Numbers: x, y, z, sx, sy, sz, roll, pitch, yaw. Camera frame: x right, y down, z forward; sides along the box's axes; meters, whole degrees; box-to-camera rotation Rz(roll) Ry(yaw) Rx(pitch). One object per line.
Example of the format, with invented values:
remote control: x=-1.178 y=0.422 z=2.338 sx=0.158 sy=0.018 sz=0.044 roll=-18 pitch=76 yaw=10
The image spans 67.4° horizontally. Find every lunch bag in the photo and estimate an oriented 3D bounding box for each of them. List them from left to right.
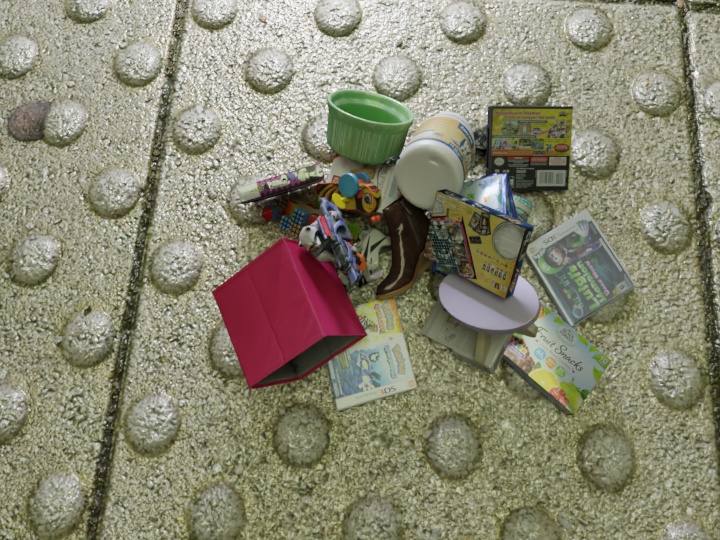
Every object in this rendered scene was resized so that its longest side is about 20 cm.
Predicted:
lunch bag: x=0.241 y=-0.093 z=1.142 sx=0.165 sy=0.127 sz=0.207 roll=-9 pitch=74 yaw=27

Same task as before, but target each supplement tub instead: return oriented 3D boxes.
supplement tub: x=0.164 y=-0.237 z=1.137 sx=0.141 sy=0.147 sz=0.202 roll=24 pitch=42 yaw=6

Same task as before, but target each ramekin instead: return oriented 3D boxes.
ramekin: x=0.015 y=-0.317 z=1.198 sx=0.193 sy=0.100 sz=0.203 roll=10 pitch=34 yaw=-7

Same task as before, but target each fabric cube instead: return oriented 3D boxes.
fabric cube: x=-0.137 y=0.087 z=1.062 sx=0.197 sy=0.195 sz=0.203 roll=-34 pitch=73 yaw=18

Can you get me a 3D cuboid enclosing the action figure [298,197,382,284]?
action figure: x=-0.043 y=-0.027 z=1.040 sx=0.104 sy=0.191 sz=0.204 roll=-39 pitch=48 yaw=24

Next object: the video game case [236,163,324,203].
video game case: x=-0.167 y=-0.185 z=1.163 sx=0.176 sy=0.200 sz=0.037 roll=-18 pitch=99 yaw=-3

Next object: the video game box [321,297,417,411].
video game box: x=0.012 y=0.176 z=1.152 sx=0.176 sy=0.047 sz=0.206 roll=-14 pitch=77 yaw=-5

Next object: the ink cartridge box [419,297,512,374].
ink cartridge box: x=0.249 y=0.093 z=1.160 sx=0.173 sy=0.045 sz=0.203 roll=22 pitch=72 yaw=34

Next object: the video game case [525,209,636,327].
video game case: x=0.485 y=-0.006 z=1.201 sx=0.178 sy=0.023 sz=0.204 roll=-28 pitch=78 yaw=-6

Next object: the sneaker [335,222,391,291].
sneaker: x=0.000 y=0.000 z=1.179 sx=0.087 sy=0.074 sz=0.203 roll=31 pitch=79 yaw=10

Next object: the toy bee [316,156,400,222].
toy bee: x=-0.004 y=-0.147 z=1.101 sx=0.128 sy=0.198 sz=0.112 roll=-17 pitch=94 yaw=-34

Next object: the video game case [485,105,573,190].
video game case: x=0.382 y=-0.276 z=1.224 sx=0.192 sy=0.026 sz=0.188 roll=-1 pitch=99 yaw=-5

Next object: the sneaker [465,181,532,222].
sneaker: x=0.285 y=-0.136 z=1.209 sx=0.194 sy=0.078 sz=0.089 roll=16 pitch=80 yaw=5

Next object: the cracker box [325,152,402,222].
cracker box: x=0.023 y=-0.196 z=1.234 sx=0.194 sy=0.058 sz=0.138 roll=16 pitch=77 yaw=5

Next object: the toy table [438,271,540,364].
toy table: x=0.257 y=0.080 z=1.065 sx=0.197 sy=0.118 sz=0.186 roll=26 pitch=74 yaw=34

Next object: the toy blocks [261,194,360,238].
toy blocks: x=-0.116 y=-0.107 z=1.148 sx=0.196 sy=0.136 sz=0.103 roll=29 pitch=108 yaw=22

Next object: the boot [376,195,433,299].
boot: x=0.080 y=-0.055 z=1.163 sx=0.198 sy=0.072 sz=0.170 roll=-36 pitch=109 yaw=-22

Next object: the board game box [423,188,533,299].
board game box: x=0.215 y=-0.054 z=1.018 sx=0.198 sy=0.034 sz=0.140 roll=31 pitch=122 yaw=36

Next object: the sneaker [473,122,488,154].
sneaker: x=0.339 y=-0.330 z=1.262 sx=0.199 sy=0.060 sz=0.105 roll=-40 pitch=84 yaw=-5

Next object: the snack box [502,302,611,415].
snack box: x=0.402 y=0.181 z=1.141 sx=0.199 sy=0.053 sz=0.143 roll=40 pitch=79 yaw=11
